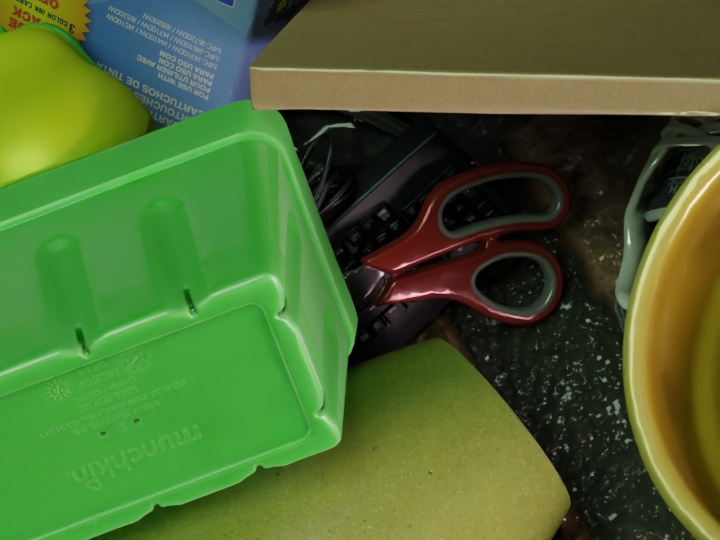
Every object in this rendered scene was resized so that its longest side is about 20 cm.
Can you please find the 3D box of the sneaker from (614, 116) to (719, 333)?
[{"bbox_3d":[0.160,-0.054,1.263,0.076,0.080,0.201,10,74,30],"label":"sneaker"}]

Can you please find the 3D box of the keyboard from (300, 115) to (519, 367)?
[{"bbox_3d":[-0.025,0.020,1.312,0.200,0.104,0.040,-43,26,6],"label":"keyboard"}]

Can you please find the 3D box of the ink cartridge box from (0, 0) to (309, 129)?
[{"bbox_3d":[-0.093,-0.124,1.271,0.136,0.076,0.201,27,128,13],"label":"ink cartridge box"}]

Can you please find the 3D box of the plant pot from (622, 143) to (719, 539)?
[{"bbox_3d":[0.223,0.048,1.135,0.200,0.189,0.202,-8,69,23],"label":"plant pot"}]

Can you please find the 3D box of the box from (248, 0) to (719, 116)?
[{"bbox_3d":[0.068,-0.092,1.198,0.199,0.164,0.021,3,109,11],"label":"box"}]

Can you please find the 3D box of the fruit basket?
[{"bbox_3d":[-0.114,0.000,1.208,0.214,0.156,0.216,-13,37,10],"label":"fruit basket"}]

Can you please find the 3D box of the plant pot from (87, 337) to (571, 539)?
[{"bbox_3d":[-0.016,0.126,1.245,0.200,0.187,0.187,-38,60,-8],"label":"plant pot"}]

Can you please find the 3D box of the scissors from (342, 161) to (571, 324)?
[{"bbox_3d":[0.000,0.000,1.292,0.199,0.014,0.074,-10,102,-13],"label":"scissors"}]

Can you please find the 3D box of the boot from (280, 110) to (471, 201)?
[{"bbox_3d":[-0.058,-0.002,1.361,0.199,0.069,0.175,11,92,11],"label":"boot"}]
